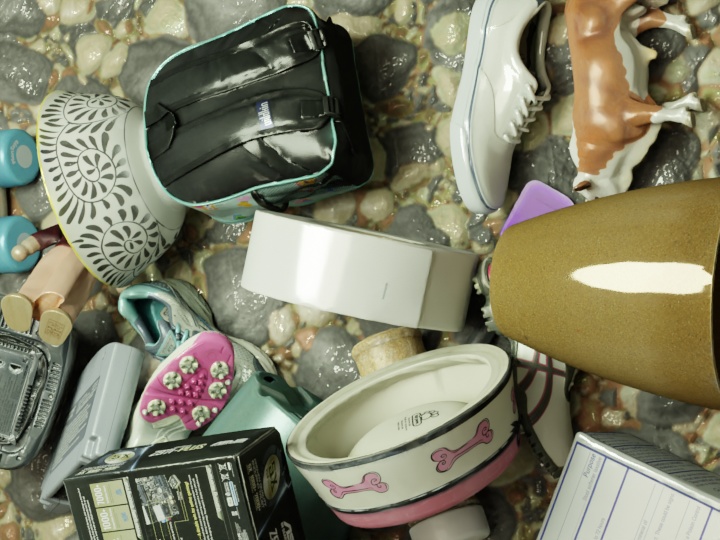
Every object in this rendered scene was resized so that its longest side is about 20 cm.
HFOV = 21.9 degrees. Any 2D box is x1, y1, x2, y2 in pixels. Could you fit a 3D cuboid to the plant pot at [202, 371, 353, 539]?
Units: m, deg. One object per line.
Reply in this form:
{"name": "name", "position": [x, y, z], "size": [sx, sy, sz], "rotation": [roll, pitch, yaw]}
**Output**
{"name": "plant pot", "position": [-0.088, 0.210, 1.675], "size": [0.200, 0.200, 0.196], "rotation": [39, 99, 29]}

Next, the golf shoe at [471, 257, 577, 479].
{"name": "golf shoe", "position": [0.161, 0.077, 1.587], "size": [0.088, 0.077, 0.200], "rotation": [-16, 88, 8]}

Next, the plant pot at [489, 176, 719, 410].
{"name": "plant pot", "position": [0.212, 0.012, 1.482], "size": [0.200, 0.186, 0.186], "rotation": [4, 88, 27]}

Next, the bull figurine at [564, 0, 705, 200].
{"name": "bull figurine", "position": [0.225, -0.152, 1.573], "size": [0.121, 0.065, 0.200], "rotation": [-11, 82, 27]}

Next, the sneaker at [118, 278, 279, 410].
{"name": "sneaker", "position": [-0.162, 0.082, 1.784], "size": [0.200, 0.086, 0.078], "rotation": [40, 107, 29]}

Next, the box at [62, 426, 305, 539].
{"name": "box", "position": [-0.132, 0.242, 1.521], "size": [0.164, 0.086, 0.200], "rotation": [-11, 98, 22]}

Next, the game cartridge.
{"name": "game cartridge", "position": [-0.260, 0.148, 1.798], "size": [0.200, 0.042, 0.133], "rotation": [-43, 28, 59]}

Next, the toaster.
{"name": "toaster", "position": [-0.351, 0.117, 1.858], "size": [0.114, 0.129, 0.200], "rotation": [15, 89, 0]}

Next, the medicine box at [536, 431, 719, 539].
{"name": "medicine box", "position": [0.244, 0.250, 1.502], "size": [0.200, 0.103, 0.182], "rotation": [25, 99, 32]}

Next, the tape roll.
{"name": "tape roll", "position": [0.000, 0.000, 1.621], "size": [0.202, 0.202, 0.071], "rotation": [14, 93, 33]}

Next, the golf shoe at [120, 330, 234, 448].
{"name": "golf shoe", "position": [-0.179, 0.122, 1.732], "size": [0.200, 0.075, 0.092], "rotation": [-57, 24, 27]}

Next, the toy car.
{"name": "toy car", "position": [-0.465, -0.072, 1.923], "size": [0.184, 0.200, 0.177], "rotation": [-5, 83, 32]}

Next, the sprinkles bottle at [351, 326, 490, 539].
{"name": "sprinkles bottle", "position": [0.053, 0.152, 1.653], "size": [0.068, 0.068, 0.200], "rotation": [-27, 72, 28]}

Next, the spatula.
{"name": "spatula", "position": [0.128, 0.019, 1.643], "size": [0.057, 0.021, 0.200], "rotation": [30, 104, 16]}

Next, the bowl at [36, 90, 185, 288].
{"name": "bowl", "position": [-0.219, -0.092, 1.784], "size": [0.094, 0.201, 0.201], "rotation": [-18, 76, 15]}

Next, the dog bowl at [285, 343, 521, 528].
{"name": "dog bowl", "position": [0.043, 0.139, 1.531], "size": [0.200, 0.200, 0.074], "rotation": [-15, 106, 31]}

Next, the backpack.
{"name": "backpack", "position": [-0.094, -0.135, 1.718], "size": [0.200, 0.153, 0.176], "rotation": [-16, 76, 17]}

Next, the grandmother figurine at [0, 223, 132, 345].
{"name": "grandmother figurine", "position": [-0.278, -0.010, 1.827], "size": [0.121, 0.200, 0.061], "rotation": [28, 129, -8]}

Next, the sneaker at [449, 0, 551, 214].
{"name": "sneaker", "position": [0.127, -0.149, 1.628], "size": [0.071, 0.073, 0.200], "rotation": [3, 87, 36]}
